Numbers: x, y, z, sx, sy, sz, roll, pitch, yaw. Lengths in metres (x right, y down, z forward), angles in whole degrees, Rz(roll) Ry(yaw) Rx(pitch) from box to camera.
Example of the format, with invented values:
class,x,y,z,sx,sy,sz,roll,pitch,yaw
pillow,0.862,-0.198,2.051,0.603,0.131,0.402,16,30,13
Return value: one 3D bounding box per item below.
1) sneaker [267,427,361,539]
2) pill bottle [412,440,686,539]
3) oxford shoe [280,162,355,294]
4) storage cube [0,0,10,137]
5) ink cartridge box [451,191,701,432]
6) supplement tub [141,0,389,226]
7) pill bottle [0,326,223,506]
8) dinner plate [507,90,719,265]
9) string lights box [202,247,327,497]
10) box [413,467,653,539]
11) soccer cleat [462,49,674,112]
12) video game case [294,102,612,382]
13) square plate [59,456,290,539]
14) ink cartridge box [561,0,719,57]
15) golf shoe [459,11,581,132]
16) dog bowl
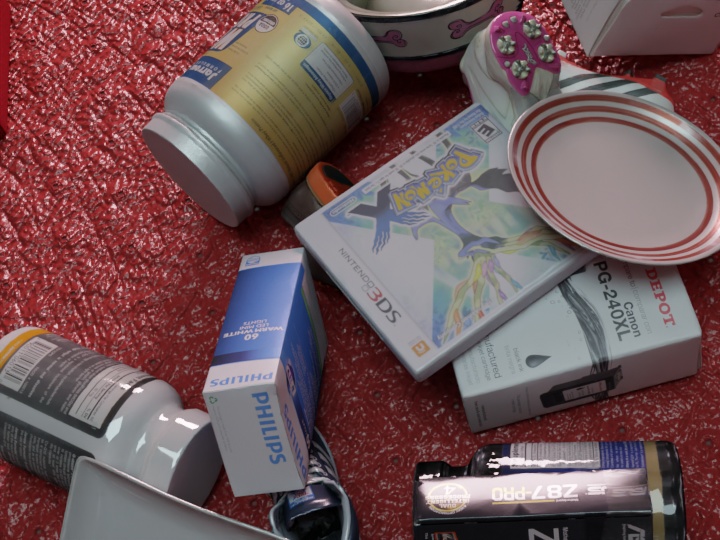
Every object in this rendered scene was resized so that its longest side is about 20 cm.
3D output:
class,x,y,z,sx,sy,sz,roll,pitch,yaw
sneaker,-0.052,0.167,1.047,0.070,0.109,0.200,-27,61,-5
pill bottle,0.143,0.187,1.000,0.200,0.112,0.112,-3,62,9
oxford shoe,0.000,0.000,1.162,0.073,0.071,0.200,-43,65,22
storage cube,-0.461,-0.233,1.290,0.171,0.180,0.200,-10,62,5
ink cartridge box,0.168,0.034,1.091,0.200,0.083,0.145,-16,60,3
supplement tub,-0.087,-0.152,1.199,0.145,0.145,0.200,37,74,25
pill bottle,-0.220,0.132,1.093,0.200,0.116,0.116,21,68,19
dinner plate,0.216,-0.074,1.073,0.200,0.024,0.200,7,48,-8
string lights box,-0.071,0.076,1.050,0.059,0.103,0.200,-7,29,9
box,0.127,0.231,0.934,0.161,0.200,0.049,-4,34,6
soccer cleat,0.185,-0.152,1.196,0.200,0.069,0.085,14,62,12
video game case,0.074,-0.030,1.084,0.200,0.022,0.182,-35,59,-10
square plate,-0.150,0.264,1.013,0.200,0.028,0.198,18,103,18
ink cartridge box,0.253,-0.300,1.224,0.145,0.083,0.200,-5,58,-21
golf shoe,0.151,-0.127,1.158,0.075,0.092,0.200,-22,92,-31
dog bowl,0.066,-0.264,1.241,0.200,0.074,0.200,-11,39,9
